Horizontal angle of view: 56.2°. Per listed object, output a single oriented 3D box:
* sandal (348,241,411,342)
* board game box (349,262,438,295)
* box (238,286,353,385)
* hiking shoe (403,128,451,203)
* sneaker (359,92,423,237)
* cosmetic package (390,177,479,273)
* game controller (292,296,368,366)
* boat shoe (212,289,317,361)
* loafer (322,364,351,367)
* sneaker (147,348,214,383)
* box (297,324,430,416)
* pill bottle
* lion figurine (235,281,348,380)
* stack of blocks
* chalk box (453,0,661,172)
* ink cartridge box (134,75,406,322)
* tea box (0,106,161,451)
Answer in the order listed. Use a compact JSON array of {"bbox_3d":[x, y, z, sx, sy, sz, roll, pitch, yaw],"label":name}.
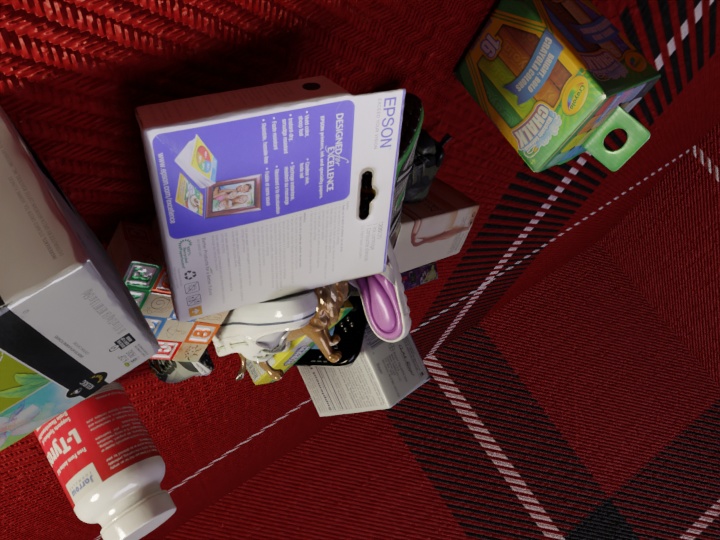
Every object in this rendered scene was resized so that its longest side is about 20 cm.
[{"bbox_3d":[0.005,-0.002,0.826,0.082,0.204,0.050,-22,-173,39],"label":"sandal"},{"bbox_3d":[-0.002,0.012,0.972,0.198,0.033,0.119,-1,-165,40],"label":"board game box"},{"bbox_3d":[-0.096,0.049,0.915,0.200,0.118,0.048,-44,156,26],"label":"box"},{"bbox_3d":[0.039,-0.129,0.808,0.199,0.076,0.101,-26,151,-55],"label":"hiking shoe"},{"bbox_3d":[0.014,-0.093,0.708,0.202,0.077,0.085,-68,157,-4],"label":"sneaker"},{"bbox_3d":[0.065,-0.066,0.930,0.199,0.103,0.088,-19,138,-50],"label":"cosmetic package"},{"bbox_3d":[-0.076,0.085,0.959,0.198,0.105,0.042,-4,143,35],"label":"game controller"},{"bbox_3d":[-0.098,0.058,0.687,0.073,0.068,0.199,-16,-176,-31],"label":"boat shoe"},{"bbox_3d":[-0.075,0.108,1.024,0.070,0.199,0.070,-58,134,-17],"label":"loafer"},{"bbox_3d":[-0.233,0.112,0.860,0.079,0.075,0.200,-22,170,-16],"label":"sneaker"},{"bbox_3d":[-0.016,0.127,1.094,0.104,0.186,0.199,-26,-177,-39],"label":"box"},{"bbox_3d":[-0.306,0.223,0.807,0.112,0.201,0.112,-33,164,-11],"label":"pill bottle"},{"bbox_3d":[-0.096,0.063,0.826,0.198,0.123,0.073,-23,-153,13],"label":"lion figurine"},{"bbox_3d":[-0.168,-0.006,0.624,0.114,0.059,0.201,12,125,-40],"label":"stack of blocks"},{"bbox_3d":[0.225,-0.198,0.737,0.123,0.201,0.125,-24,161,-37],"label":"chalk box"},{"bbox_3d":[-0.067,-0.056,0.554,0.198,0.044,0.200,-13,137,-18],"label":"ink cartridge box"},{"bbox_3d":[-0.269,0.030,0.454,0.196,0.134,0.200,-32,164,-14],"label":"tea box"}]
